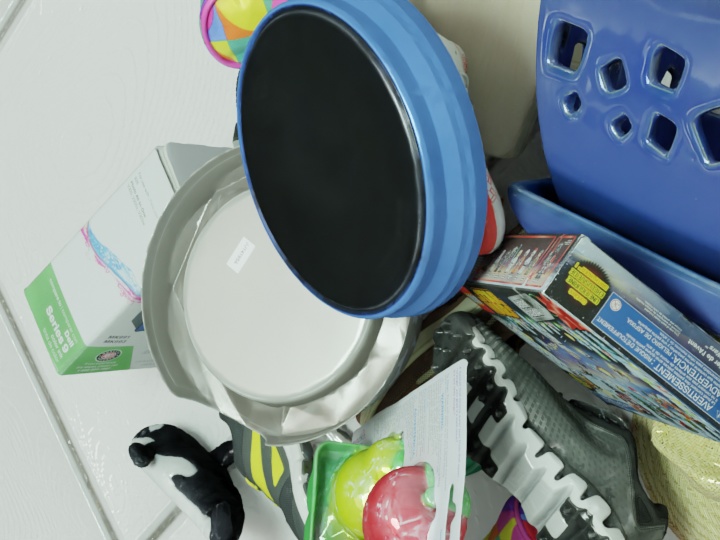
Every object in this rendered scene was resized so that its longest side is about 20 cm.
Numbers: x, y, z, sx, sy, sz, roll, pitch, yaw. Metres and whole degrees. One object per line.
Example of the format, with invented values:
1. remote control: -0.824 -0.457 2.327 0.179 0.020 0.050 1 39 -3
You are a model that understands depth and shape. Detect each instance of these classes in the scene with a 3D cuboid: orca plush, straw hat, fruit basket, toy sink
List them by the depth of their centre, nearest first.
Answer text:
1. straw hat: 0.224 0.097 0.874 0.200 0.085 0.203 1 91 42
2. fruit basket: 0.027 0.168 0.919 0.200 0.093 0.187 -35 47 58
3. toy sink: 0.116 -0.181 0.956 0.130 0.112 0.201 32 110 38
4. orca plush: -0.125 0.158 1.190 0.071 0.105 0.200 -48 17 -7

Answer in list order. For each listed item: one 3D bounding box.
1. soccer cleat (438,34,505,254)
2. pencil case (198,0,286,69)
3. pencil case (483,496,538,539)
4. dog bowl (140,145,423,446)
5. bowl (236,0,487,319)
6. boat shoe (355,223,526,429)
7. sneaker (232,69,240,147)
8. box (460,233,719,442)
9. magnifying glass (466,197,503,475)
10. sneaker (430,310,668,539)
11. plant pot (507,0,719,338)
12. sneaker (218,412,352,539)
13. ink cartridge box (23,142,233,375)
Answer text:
1. soccer cleat: 0.042 -0.097 0.892 0.201 0.085 0.069 56 144 25
2. pencil case: -0.077 -0.229 1.096 0.088 0.088 0.201 -47 28 32
3. pencil case: 0.086 0.235 0.991 0.089 0.088 0.201 50 120 30
4. dog bowl: -0.047 0.015 0.986 0.199 0.059 0.202 -2 84 24
5. bowl: -0.007 -0.066 0.860 0.200 0.039 0.202 30 130 44
6. boat shoe: 0.078 0.056 0.995 0.075 0.075 0.203 49 116 18
7. sneaker: -0.047 -0.114 1.134 0.074 0.088 0.201 -9 59 38
8. box: 0.133 0.034 0.837 0.040 0.137 0.200 -53 9 -5
9. magnifying glass: 0.075 0.047 1.051 0.079 0.022 0.202 13 96 38
10. sneaker: 0.121 0.106 0.932 0.201 0.090 0.067 55 139 23
11. plant pot: 0.209 -0.075 0.820 0.199 0.199 0.181 30 115 37
12. sneaker: -0.048 0.151 1.139 0.085 0.074 0.201 -51 50 36
13. ink cartridge box: -0.146 -0.006 1.168 0.200 0.145 0.088 -43 63 33
